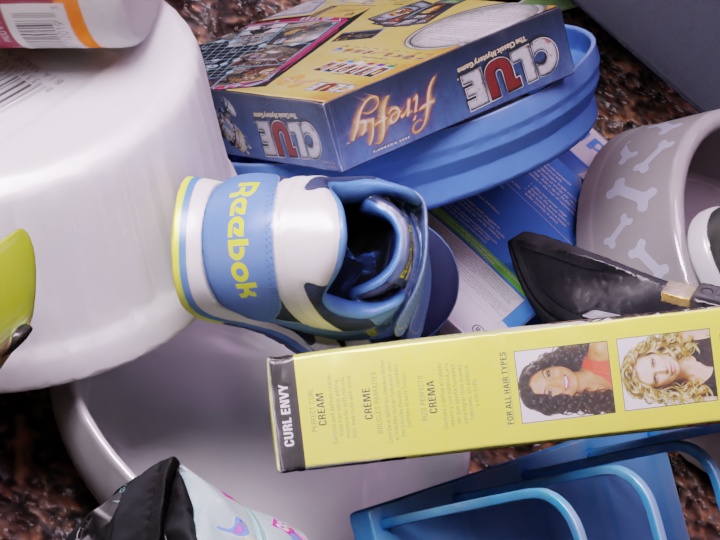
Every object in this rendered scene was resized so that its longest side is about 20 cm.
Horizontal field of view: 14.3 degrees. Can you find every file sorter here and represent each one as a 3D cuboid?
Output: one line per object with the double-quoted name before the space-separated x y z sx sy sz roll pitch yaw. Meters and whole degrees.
"file sorter" 0.120 0.142 1.234 0.199 0.122 0.140 -14 89 -46

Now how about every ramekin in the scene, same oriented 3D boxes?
"ramekin" -0.151 -0.047 1.236 0.199 0.098 0.201 -4 37 3

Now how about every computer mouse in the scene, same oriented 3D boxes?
"computer mouse" 0.141 0.028 1.315 0.199 0.046 0.140 21 -4 23

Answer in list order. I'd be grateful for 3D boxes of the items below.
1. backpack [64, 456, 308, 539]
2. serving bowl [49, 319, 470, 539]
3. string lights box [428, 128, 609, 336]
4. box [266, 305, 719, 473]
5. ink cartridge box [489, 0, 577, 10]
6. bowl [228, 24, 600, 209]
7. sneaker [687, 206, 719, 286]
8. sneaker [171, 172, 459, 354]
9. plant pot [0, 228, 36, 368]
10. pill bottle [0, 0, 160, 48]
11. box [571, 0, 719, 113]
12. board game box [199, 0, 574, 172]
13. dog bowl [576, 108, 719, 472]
"backpack" -0.072 0.177 1.107 0.126 0.167 0.201 37 32 -27
"serving bowl" -0.052 0.069 1.280 0.199 0.066 0.201 19 41 -17
"string lights box" 0.064 -0.016 1.451 0.103 0.059 0.200 42 40 9
"box" 0.061 0.049 1.196 0.199 0.075 0.050 -7 86 -2
"ink cartridge box" 0.024 -0.192 1.602 0.103 0.059 0.200 -16 61 -44
"bowl" 0.022 -0.070 1.397 0.200 0.200 0.040 -36 116 -49
"sneaker" 0.250 0.038 1.384 0.200 0.099 0.071 53 40 -12
"sneaker" 0.000 0.000 1.231 0.200 0.082 0.074 9 76 -60
"plant pot" -0.251 0.026 1.094 0.181 0.200 0.199 44 40 3
"pill bottle" -0.187 -0.149 1.201 0.199 0.115 0.115 1 40 10
"box" 0.153 -0.211 1.587 0.196 0.117 0.200 38 17 -25
"board game box" -0.011 -0.093 1.371 0.135 0.200 0.035 -24 109 -27
"dog bowl" 0.199 0.008 1.467 0.199 0.059 0.201 23 54 -35
